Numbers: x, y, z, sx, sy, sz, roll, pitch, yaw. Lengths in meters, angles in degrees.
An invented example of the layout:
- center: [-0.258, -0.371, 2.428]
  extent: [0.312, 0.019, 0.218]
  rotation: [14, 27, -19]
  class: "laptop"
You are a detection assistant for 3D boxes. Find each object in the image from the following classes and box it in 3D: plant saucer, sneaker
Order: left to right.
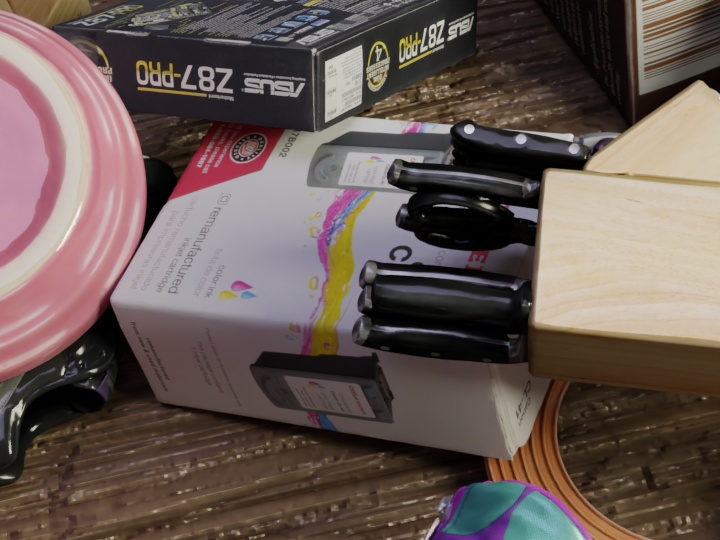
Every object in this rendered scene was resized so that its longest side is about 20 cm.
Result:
- center: [-0.205, -0.043, 0.833]
  extent: [0.200, 0.051, 0.201]
  rotation: [2, 72, -5]
  class: "plant saucer"
- center: [-0.147, 0.030, 0.882]
  extent: [0.087, 0.076, 0.200]
  rotation: [33, 66, 18]
  class: "sneaker"

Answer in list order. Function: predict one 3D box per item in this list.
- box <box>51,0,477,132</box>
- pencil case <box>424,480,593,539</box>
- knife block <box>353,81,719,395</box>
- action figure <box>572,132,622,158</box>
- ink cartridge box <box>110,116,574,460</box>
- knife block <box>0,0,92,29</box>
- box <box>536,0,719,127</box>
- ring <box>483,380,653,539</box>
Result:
- center: [-0.046, -0.128, 0.940]
  extent: [0.161, 0.049, 0.200]
  rotation: [10, 23, 24]
  class: "box"
- center: [0.011, 0.174, 0.703]
  extent: [0.200, 0.085, 0.092]
  rotation: [-38, 69, -23]
  class: "pencil case"
- center: [0.102, 0.016, 0.702]
  extent: [0.175, 0.064, 0.200]
  rotation: [-37, 70, -8]
  class: "knife block"
- center: [0.163, -0.023, 0.811]
  extent: [0.200, 0.130, 0.069]
  rotation: [-32, 9, -25]
  class: "action figure"
- center: [0.000, 0.000, 0.849]
  extent: [0.199, 0.086, 0.148]
  rotation: [5, 48, 25]
  class: "ink cartridge box"
- center: [-0.234, -0.104, 1.009]
  extent: [0.199, 0.064, 0.176]
  rotation: [10, 51, 18]
  class: "knife block"
- center: [0.179, -0.221, 0.968]
  extent: [0.164, 0.166, 0.200]
  rotation: [-21, 49, -7]
  class: "box"
- center: [0.157, 0.078, 0.807]
  extent: [0.200, 0.019, 0.201]
  rotation: [-5, 49, 5]
  class: "ring"
